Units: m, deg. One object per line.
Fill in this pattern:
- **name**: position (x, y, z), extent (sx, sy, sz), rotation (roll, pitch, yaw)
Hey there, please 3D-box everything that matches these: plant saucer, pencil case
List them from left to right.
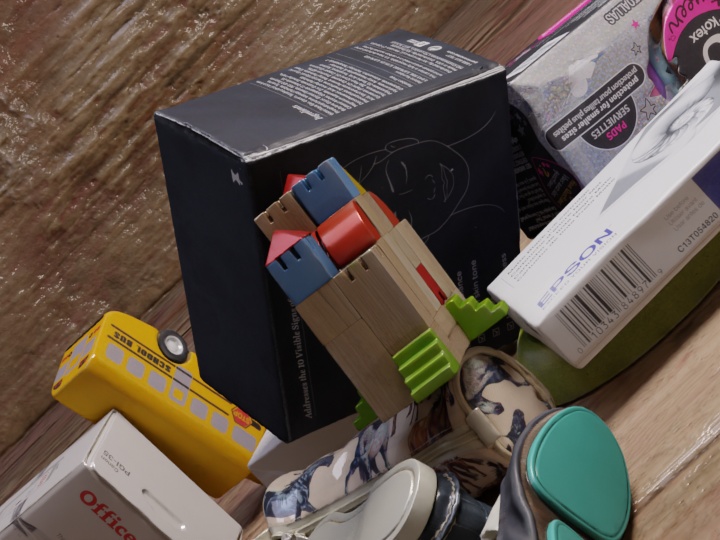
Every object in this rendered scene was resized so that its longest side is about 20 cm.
- **pencil case**: position (0.026, 0.116, 1.030), extent (0.200, 0.078, 0.089), rotation (-37, 3, 39)
- **plant saucer**: position (0.162, 0.001, 1.086), extent (0.200, 0.031, 0.200), rotation (-43, 10, 9)

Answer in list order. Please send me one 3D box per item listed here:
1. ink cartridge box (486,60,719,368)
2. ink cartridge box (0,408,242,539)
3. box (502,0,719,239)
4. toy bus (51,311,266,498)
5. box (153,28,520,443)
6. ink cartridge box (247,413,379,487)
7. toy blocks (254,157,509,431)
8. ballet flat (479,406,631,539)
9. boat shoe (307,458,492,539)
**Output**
- **ink cartridge box**: position (0.161, -0.041, 1.046), extent (0.200, 0.041, 0.200), rotation (-45, 10, 0)
- **ink cartridge box**: position (-0.209, 0.225, 1.368), extent (0.200, 0.147, 0.083), rotation (-40, 14, 25)
- **box**: position (0.181, -0.128, 1.230), extent (0.200, 0.115, 0.132), rotation (-40, 7, -18)
- **toy bus**: position (-0.138, 0.111, 1.399), extent (0.065, 0.200, 0.079), rotation (-40, 25, 35)
- **box**: position (-0.008, -0.027, 1.163), extent (0.196, 0.201, 0.124), rotation (-23, 30, -29)
- **ink cartridge box**: position (0.004, 0.082, 1.302), extent (0.117, 0.067, 0.200), rotation (-39, 12, 31)
- **toy blocks**: position (0.000, 0.000, 0.979), extent (0.100, 0.137, 0.200), rotation (-37, 1, 11)
- **ballet flat**: position (0.079, 0.128, 0.796), extent (0.073, 0.073, 0.200), rotation (-41, 12, 22)
- **boat shoe**: position (0.010, 0.158, 0.960), extent (0.200, 0.062, 0.075), rotation (-48, 20, 50)
